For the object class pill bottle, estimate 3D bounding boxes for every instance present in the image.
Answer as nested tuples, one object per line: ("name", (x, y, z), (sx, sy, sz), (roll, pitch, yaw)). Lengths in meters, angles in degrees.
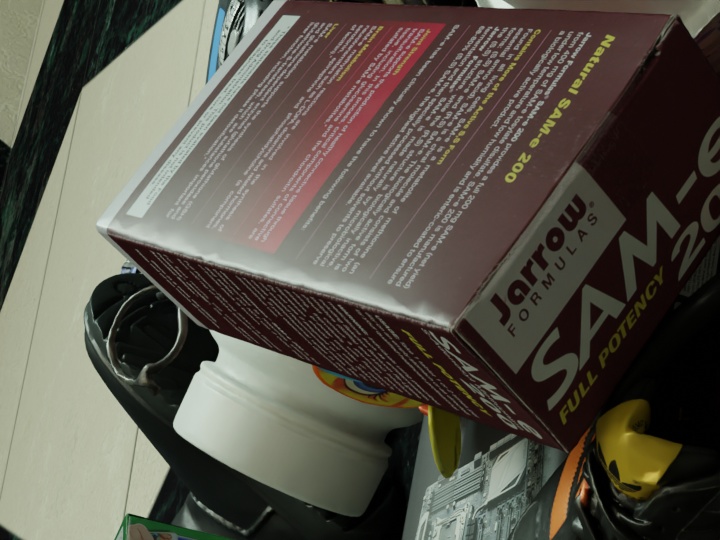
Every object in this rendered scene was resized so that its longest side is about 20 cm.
("pill bottle", (0.000, 0.000, 0.796), (0.200, 0.114, 0.114), (-65, 17, 0))

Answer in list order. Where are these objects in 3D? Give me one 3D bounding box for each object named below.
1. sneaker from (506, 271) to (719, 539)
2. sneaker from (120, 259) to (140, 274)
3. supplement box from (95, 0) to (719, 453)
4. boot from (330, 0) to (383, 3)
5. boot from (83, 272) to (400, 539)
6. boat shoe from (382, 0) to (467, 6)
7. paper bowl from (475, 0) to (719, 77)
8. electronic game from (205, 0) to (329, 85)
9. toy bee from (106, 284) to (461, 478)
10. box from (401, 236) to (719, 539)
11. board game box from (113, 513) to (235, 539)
("sneaker", (0.080, 0.061, 0.499), (0.200, 0.090, 0.070), (-53, 58, 20))
("sneaker", (-0.082, 0.004, 0.977), (0.081, 0.115, 0.199), (-60, -12, -24))
("supplement box", (0.013, -0.024, 0.542), (0.109, 0.061, 0.200), (-53, 32, -15))
("boot", (0.002, -0.118, 1.005), (0.154, 0.073, 0.204), (-116, 37, -67))
("boot", (-0.089, 0.121, 0.915), (0.076, 0.200, 0.168), (-35, -19, -52))
("boat shoe", (0.044, -0.225, 0.985), (0.065, 0.072, 0.200), (-12, 66, 34))
("paper bowl", (0.091, -0.165, 0.618), (0.201, 0.104, 0.201), (10, 102, 57))
("electronic game", (-0.060, -0.134, 1.024), (0.200, 0.042, 0.200), (-171, 90, -73))
("toy bee", (0.020, 0.010, 0.657), (0.200, 0.109, 0.131), (3, 67, 47))
("box", (0.070, 0.076, 0.658), (0.158, 0.050, 0.200), (151, 133, -65))
("board game box", (-0.045, 0.201, 0.763), (0.200, 0.135, 0.029), (-95, 28, -51))
